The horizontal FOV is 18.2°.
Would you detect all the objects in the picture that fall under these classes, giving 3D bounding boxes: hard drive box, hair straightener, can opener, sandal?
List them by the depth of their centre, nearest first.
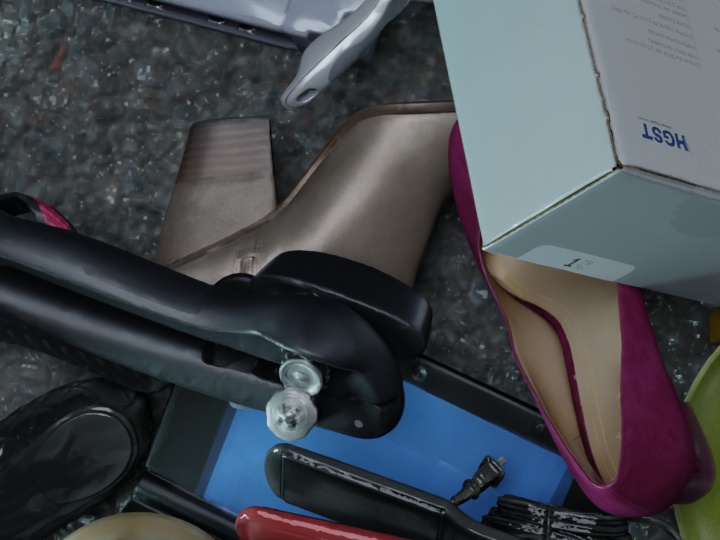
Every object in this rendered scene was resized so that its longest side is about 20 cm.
[{"bbox_3d":[0.054,0.100,0.907,0.199,0.041,0.077,9,46,13],"label":"hair straightener"},{"bbox_3d":[0.109,-0.100,0.926,0.077,0.155,0.201,-31,59,39],"label":"hard drive box"},{"bbox_3d":[-0.072,0.024,0.946,0.199,0.079,0.064,12,119,9],"label":"can opener"},{"bbox_3d":[-0.153,0.000,1.050,0.199,0.045,0.075,23,123,24],"label":"sandal"}]

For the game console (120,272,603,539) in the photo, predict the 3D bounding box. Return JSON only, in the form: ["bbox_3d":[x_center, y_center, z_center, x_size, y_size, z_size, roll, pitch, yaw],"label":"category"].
[{"bbox_3d":[-0.016,0.130,0.952,0.199,0.117,0.176,25,52,9],"label":"game console"}]

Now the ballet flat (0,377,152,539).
[{"bbox_3d":[-0.182,0.110,1.046,0.199,0.057,0.067,-25,98,10],"label":"ballet flat"}]

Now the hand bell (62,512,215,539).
[{"bbox_3d":[-0.100,0.134,0.846,0.104,0.200,0.105,-1,78,3],"label":"hand bell"}]

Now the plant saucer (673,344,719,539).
[{"bbox_3d":[0.228,0.093,0.931,0.199,0.031,0.201,10,113,24],"label":"plant saucer"}]

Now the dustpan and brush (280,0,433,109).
[{"bbox_3d":[0.032,-0.152,1.014,0.200,0.140,0.057,-38,60,8],"label":"dustpan and brush"}]

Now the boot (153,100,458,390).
[{"bbox_3d":[0.000,0.000,1.024,0.199,0.070,0.147,-5,84,11],"label":"boot"}]

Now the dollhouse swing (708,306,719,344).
[{"bbox_3d":[0.219,-0.084,0.939,0.181,0.176,0.201,-2,79,10],"label":"dollhouse swing"}]

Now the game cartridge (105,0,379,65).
[{"bbox_3d":[-0.069,-0.185,1.088,0.199,0.040,0.134,16,85,13],"label":"game cartridge"}]

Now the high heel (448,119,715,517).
[{"bbox_3d":[0.081,0.009,0.925,0.067,0.096,0.200,-39,69,18],"label":"high heel"}]
